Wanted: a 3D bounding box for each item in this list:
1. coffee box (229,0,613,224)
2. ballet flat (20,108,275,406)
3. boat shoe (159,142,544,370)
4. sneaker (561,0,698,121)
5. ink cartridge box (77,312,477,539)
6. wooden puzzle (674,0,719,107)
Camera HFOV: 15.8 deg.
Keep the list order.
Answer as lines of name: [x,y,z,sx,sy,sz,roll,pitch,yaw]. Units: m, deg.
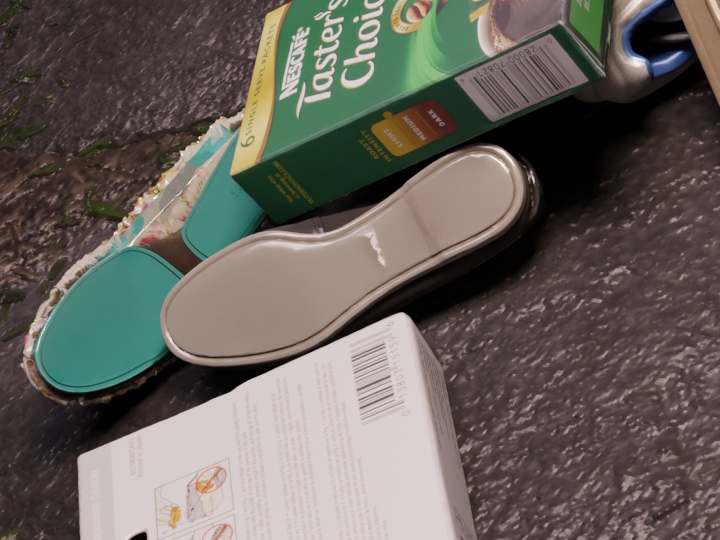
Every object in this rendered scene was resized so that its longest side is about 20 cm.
coffee box: [0.031,-0.109,1.246,0.199,0.044,0.123,-22,39,33]
ballet flat: [-0.101,0.000,1.320,0.200,0.076,0.064,-46,7,-25]
boat shoe: [0.000,0.000,1.253,0.199,0.057,0.067,-25,72,16]
sneaker: [0.153,-0.160,1.301,0.146,0.081,0.200,23,61,42]
ink cartridge box: [-0.036,0.126,1.133,0.173,0.044,0.201,-25,37,11]
wooden puzzle: [0.216,-0.138,1.141,0.185,0.046,0.201,-45,52,46]
